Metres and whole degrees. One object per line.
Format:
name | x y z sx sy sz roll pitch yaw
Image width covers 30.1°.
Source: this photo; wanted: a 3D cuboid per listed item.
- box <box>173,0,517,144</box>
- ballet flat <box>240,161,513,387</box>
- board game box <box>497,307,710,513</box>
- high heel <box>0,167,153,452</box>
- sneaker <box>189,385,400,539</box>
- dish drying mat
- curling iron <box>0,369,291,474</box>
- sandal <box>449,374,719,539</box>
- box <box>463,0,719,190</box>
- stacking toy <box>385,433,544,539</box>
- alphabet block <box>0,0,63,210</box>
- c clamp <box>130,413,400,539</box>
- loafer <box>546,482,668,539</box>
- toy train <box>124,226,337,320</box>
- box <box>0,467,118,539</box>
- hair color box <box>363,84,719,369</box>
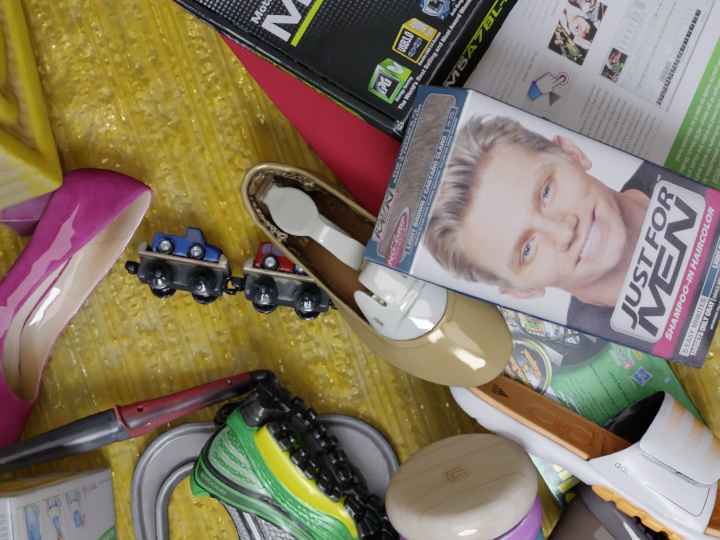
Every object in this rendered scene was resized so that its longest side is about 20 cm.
box | 0.009 -0.199 0.770 0.193 0.047 0.201 35 92 24
ballet flat | 0.000 0.000 0.774 0.200 0.063 0.069 36 91 30
board game box | 0.119 0.046 0.811 0.104 0.023 0.201 -32 92 1
high heel | -0.189 0.033 0.836 0.095 0.067 0.201 5 73 16
sneaker | -0.020 0.168 0.792 0.085 0.078 0.200 -41 83 20
dish drying mat | -0.017 -0.113 0.826 0.200 0.018 0.077 50 122 15
curling iron | -0.139 0.095 0.819 0.199 0.050 0.026 -11 116 -9
sandal | 0.150 0.093 0.759 0.206 0.079 0.059 28 109 1
box | 0.147 -0.129 0.800 0.199 0.036 0.145 26 86 -11
stacking toy | 0.076 0.196 0.762 0.085 0.086 0.201 -14 116 4
alphabet block | -0.317 -0.123 0.776 0.199 0.196 0.197 -20 76 8
c clamp | -0.048 0.174 0.830 0.198 0.027 0.172 2 86 5
loafer | 0.180 0.213 0.786 0.071 0.073 0.200 -40 86 12
toy train | -0.048 0.004 0.838 0.198 0.034 0.046 8 75 3
box | -0.212 0.175 0.758 0.112 0.200 0.102 -7 86 3
hair color box | 0.111 -0.021 0.728 0.199 0.060 0.101 17 92 -26
